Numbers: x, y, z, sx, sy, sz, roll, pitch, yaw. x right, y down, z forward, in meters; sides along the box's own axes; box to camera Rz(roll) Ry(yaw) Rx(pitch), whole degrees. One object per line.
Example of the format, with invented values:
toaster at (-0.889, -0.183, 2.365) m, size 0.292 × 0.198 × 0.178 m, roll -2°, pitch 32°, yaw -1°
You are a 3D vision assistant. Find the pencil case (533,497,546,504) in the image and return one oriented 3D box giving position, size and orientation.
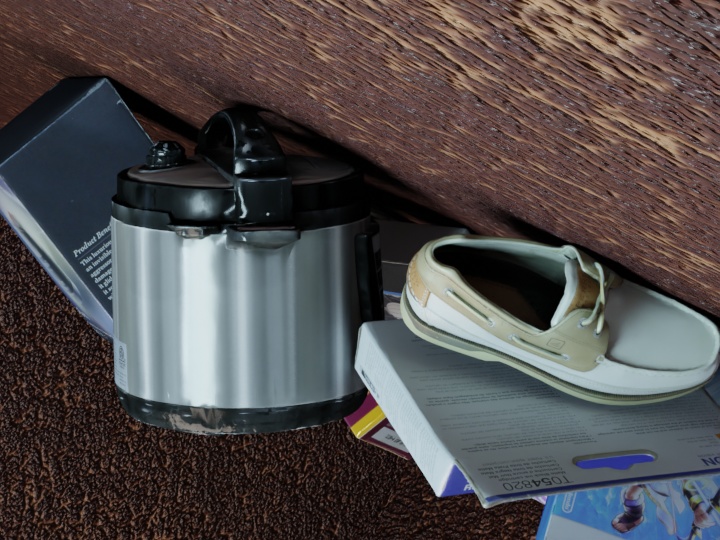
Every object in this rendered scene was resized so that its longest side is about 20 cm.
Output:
pencil case at (0.161, 0.140, 1.677) m, size 0.084 × 0.085 × 0.200 m, roll 59°, pitch 169°, yaw -15°

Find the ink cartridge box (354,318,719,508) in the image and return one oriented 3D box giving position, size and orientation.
ink cartridge box at (0.121, 0.090, 1.364) m, size 0.199 × 0.041 × 0.200 m, roll -4°, pitch -149°, yaw -21°

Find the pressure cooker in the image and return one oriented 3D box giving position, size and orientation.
pressure cooker at (-0.077, -0.005, 1.446) m, size 0.175 × 0.201 × 0.178 m, roll 5°, pitch -169°, yaw 34°

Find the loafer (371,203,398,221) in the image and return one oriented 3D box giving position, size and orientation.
loafer at (0.005, -0.013, 1.683) m, size 0.200 × 0.070 × 0.070 m, roll 28°, pitch -176°, yaw -23°

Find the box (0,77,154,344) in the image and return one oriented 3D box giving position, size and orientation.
box at (-0.210, -0.045, 1.803) m, size 0.199 × 0.123 × 0.200 m, roll 54°, pitch 169°, yaw -14°

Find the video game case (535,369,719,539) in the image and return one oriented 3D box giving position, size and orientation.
video game case at (0.217, 0.146, 1.444) m, size 0.181 × 0.200 × 0.046 m, roll 21°, pitch 139°, yaw 0°

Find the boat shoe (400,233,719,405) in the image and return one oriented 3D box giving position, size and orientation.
boat shoe at (0.125, 0.027, 1.331) m, size 0.199 × 0.075 × 0.068 m, roll 11°, pitch 151°, yaw -2°

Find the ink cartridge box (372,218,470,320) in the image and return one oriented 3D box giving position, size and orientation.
ink cartridge box at (0.000, 0.000, 1.599) m, size 0.199 × 0.039 × 0.100 m, roll 8°, pitch 152°, yaw 31°

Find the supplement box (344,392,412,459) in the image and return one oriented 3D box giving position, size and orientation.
supplement box at (-0.002, 0.044, 1.801) m, size 0.200 × 0.086 × 0.110 m, roll 55°, pitch -170°, yaw 26°
